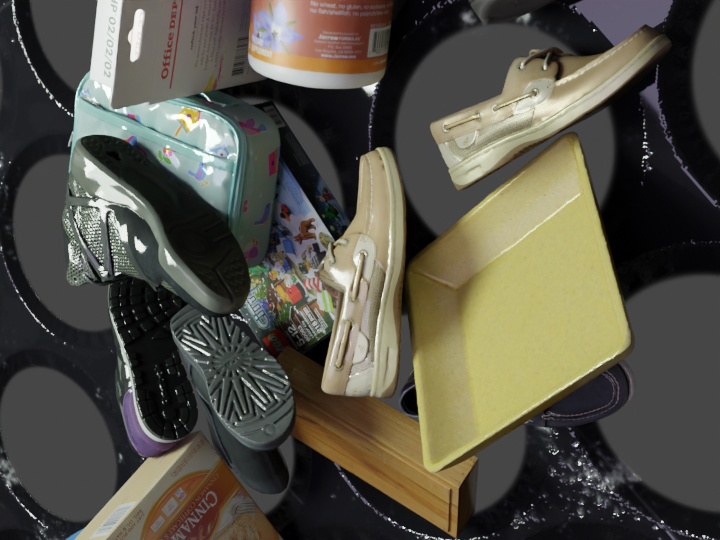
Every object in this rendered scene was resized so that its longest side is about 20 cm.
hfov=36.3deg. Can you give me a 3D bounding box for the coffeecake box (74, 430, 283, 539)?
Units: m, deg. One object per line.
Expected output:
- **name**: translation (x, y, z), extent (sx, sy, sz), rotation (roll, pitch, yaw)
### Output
- **coffeecake box**: translation (-0.155, 0.282, 1.036), extent (0.073, 0.154, 0.201), rotation (-21, 109, 43)

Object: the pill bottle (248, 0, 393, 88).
- **pill bottle**: translation (-0.025, -0.249, 0.837), extent (0.111, 0.112, 0.202), rotation (18, 114, 27)

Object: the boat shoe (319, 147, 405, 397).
- **boat shoe**: translation (0.000, 0.000, 0.885), extent (0.064, 0.071, 0.202), rotation (2, 85, -5)

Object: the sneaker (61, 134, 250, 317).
- **sneaker**: translation (-0.172, -0.011, 0.892), extent (0.199, 0.076, 0.115), rotation (39, 123, 20)

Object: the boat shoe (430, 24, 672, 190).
- **boat shoe**: translation (0.130, -0.128, 0.800), extent (0.199, 0.071, 0.065), rotation (-30, 89, 37)

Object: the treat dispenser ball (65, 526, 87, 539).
- **treat dispenser ball**: translation (-0.242, 0.357, 1.119), extent (0.199, 0.200, 0.203), rotation (11, 111, 29)

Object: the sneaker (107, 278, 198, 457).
- **sneaker**: translation (-0.217, 0.081, 1.064), extent (0.088, 0.075, 0.202), rotation (-41, 53, 49)

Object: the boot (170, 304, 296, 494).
- **boot**: translation (-0.098, 0.143, 0.973), extent (0.165, 0.065, 0.201), rotation (52, 158, 38)

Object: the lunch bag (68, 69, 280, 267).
- **lunch bag**: translation (-0.168, -0.091, 0.953), extent (0.199, 0.077, 0.162), rotation (22, 117, 25)

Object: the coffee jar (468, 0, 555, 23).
- **coffee jar**: translation (0.093, -0.280, 0.765), extent (0.104, 0.085, 0.202), rotation (-21, 93, 25)

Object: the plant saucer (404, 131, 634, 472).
- **plant saucer**: translation (0.120, 0.030, 0.822), extent (0.200, 0.048, 0.201), rotation (-40, 40, 35)

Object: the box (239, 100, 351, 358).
- **box**: translation (-0.077, -0.029, 0.987), extent (0.136, 0.038, 0.201), rotation (-37, 84, 35)

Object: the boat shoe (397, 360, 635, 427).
- **boat shoe**: translation (0.120, 0.101, 0.886), extent (0.198, 0.063, 0.073), rotation (-4, 104, 34)

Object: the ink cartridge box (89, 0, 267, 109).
- **ink cartridge box**: translation (-0.147, -0.204, 0.875), extent (0.067, 0.200, 0.116), rotation (24, 117, 24)

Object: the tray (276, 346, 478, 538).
- **tray**: translation (0.009, 0.151, 0.964), extent (0.199, 0.037, 0.099), rotation (29, 149, 23)
